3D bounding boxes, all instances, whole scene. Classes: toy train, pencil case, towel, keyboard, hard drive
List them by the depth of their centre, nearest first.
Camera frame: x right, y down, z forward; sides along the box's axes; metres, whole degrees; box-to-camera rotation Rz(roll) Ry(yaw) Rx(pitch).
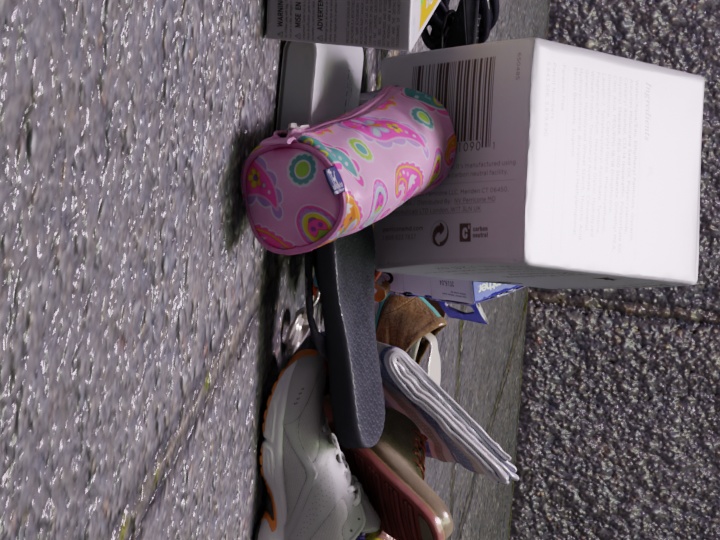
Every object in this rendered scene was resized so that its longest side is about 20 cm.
[{"bbox_3d":[-0.006,-0.073,1.424,0.200,0.087,0.088,-28,126,-59],"label":"pencil case"},{"bbox_3d":[-0.031,-0.107,1.553,0.200,0.026,0.133,-26,122,-79],"label":"hard drive"},{"bbox_3d":[0.041,0.107,1.644,0.024,0.147,0.200,-47,-166,-10],"label":"towel"},{"bbox_3d":[0.000,0.000,1.647,0.200,0.055,0.151,-51,159,-71],"label":"toy train"},{"bbox_3d":[0.074,-0.161,1.804,0.200,0.020,0.128,108,-14,-47],"label":"keyboard"}]

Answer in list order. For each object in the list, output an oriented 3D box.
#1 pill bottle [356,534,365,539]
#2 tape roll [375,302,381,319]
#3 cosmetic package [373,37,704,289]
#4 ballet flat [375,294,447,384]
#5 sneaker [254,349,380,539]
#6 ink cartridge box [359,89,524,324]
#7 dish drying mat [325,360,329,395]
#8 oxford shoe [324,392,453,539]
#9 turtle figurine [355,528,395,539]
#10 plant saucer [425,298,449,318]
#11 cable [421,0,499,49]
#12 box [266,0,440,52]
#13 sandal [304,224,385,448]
[{"bbox_3d":[0.016,0.285,1.850,0.200,0.111,0.113,-19,115,-80],"label":"pill bottle"},{"bbox_3d":[0.018,-0.040,1.869,0.203,0.037,0.204,7,90,-80],"label":"tape roll"},{"bbox_3d":[0.136,-0.075,1.567,0.199,0.164,0.166,6,85,-41],"label":"cosmetic package"},{"bbox_3d":[0.030,0.117,1.819,0.068,0.072,0.201,-11,122,-62],"label":"ballet flat"},{"bbox_3d":[-0.027,0.159,1.555,0.076,0.091,0.201,-44,139,-75],"label":"sneaker"},{"bbox_3d":[0.065,-0.050,1.717,0.076,0.136,0.201,-15,106,-38],"label":"ink cartridge box"},{"bbox_3d":[-0.037,0.152,1.716,0.077,0.018,0.201,83,16,-58],"label":"dish drying mat"},{"bbox_3d":[0.025,0.144,1.598,0.200,0.075,0.071,43,-31,48],"label":"oxford shoe"},{"bbox_3d":[-0.010,0.247,1.614,0.064,0.200,0.162,33,43,-34],"label":"turtle figurine"},{"bbox_3d":[0.073,-0.047,1.886,0.200,0.036,0.202,-169,-90,-87],"label":"plant saucer"},{"bbox_3d":[0.090,-0.275,1.848,0.163,0.051,0.201,28,-56,60],"label":"cable"},{"bbox_3d":[0.006,-0.236,1.452,0.200,0.101,0.113,-64,158,-64],"label":"box"},{"bbox_3d":[-0.019,0.033,1.511,0.076,0.043,0.201,-22,110,-65],"label":"sandal"}]
